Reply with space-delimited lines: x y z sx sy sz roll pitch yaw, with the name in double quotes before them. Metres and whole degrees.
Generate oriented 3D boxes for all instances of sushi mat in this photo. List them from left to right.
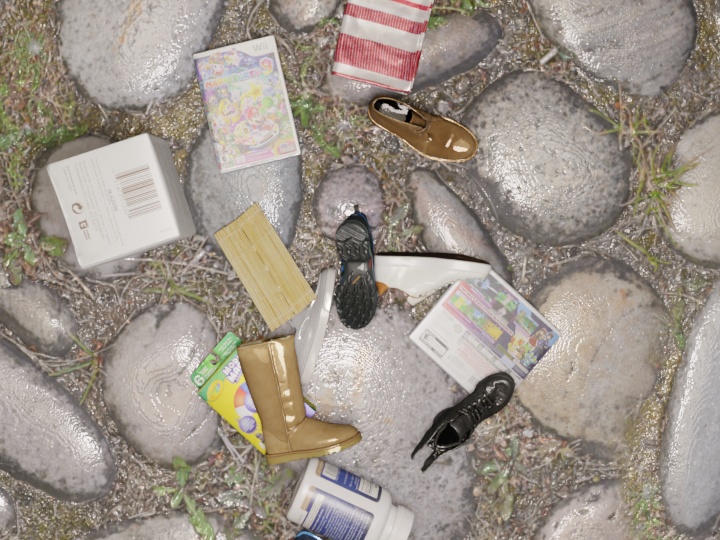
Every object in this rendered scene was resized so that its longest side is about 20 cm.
"sushi mat" -0.159 -0.006 1.704 0.095 0.012 0.201 -34 76 2

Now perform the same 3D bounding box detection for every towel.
"towel" 0.040 -0.409 1.711 0.142 0.023 0.203 14 93 -1

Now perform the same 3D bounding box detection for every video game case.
"video game case" -0.189 -0.277 1.715 0.141 0.018 0.203 -13 93 0
"video game case" 0.211 0.110 1.743 0.200 0.023 0.183 41 92 -2

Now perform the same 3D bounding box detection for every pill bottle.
"pill bottle" -0.016 0.400 1.710 0.198 0.111 0.112 25 93 -2

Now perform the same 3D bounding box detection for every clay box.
"clay box" -0.184 0.211 1.728 0.200 0.048 0.115 42 91 -4

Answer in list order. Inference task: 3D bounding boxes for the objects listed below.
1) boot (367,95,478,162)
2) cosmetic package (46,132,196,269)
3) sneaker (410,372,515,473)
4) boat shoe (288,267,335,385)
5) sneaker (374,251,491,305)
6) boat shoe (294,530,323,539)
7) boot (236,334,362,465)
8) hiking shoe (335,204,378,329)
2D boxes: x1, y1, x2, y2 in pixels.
"boot" 0.104 -0.233 1.696 0.197 0.075 0.075 23 91 -3
"cosmetic package" -0.372 -0.110 1.630 0.164 0.200 0.170 -18 93 0
"sneaker" 0.172 0.250 1.696 0.199 0.104 0.060 -37 96 17
"boat shoe" -0.090 0.089 1.718 0.067 0.072 0.203 15 102 -2
"sneaker" 0.120 0.015 1.713 0.196 0.073 0.086 2 98 13
"boat shoe" -0.034 0.520 1.738 0.198 0.084 0.069 30 73 11
"boot" -0.100 0.204 1.673 0.172 0.066 0.204 -12 94 0
"hiking shoe" 0.000 0.000 1.707 0.073 0.087 0.203 6 117 10
